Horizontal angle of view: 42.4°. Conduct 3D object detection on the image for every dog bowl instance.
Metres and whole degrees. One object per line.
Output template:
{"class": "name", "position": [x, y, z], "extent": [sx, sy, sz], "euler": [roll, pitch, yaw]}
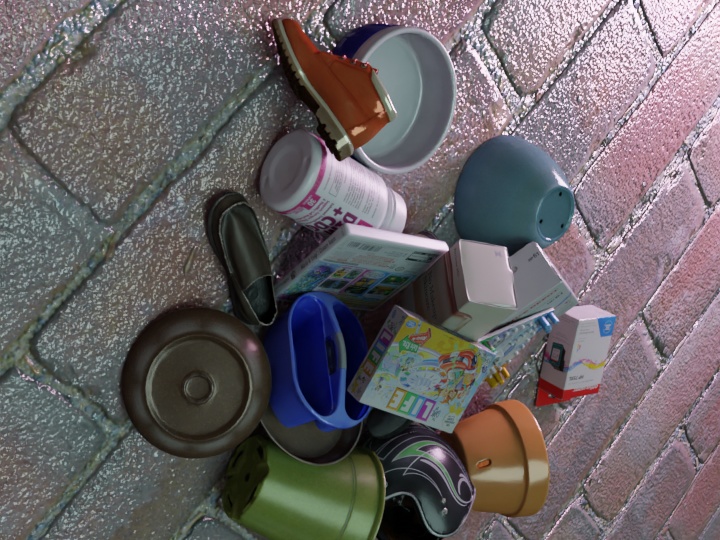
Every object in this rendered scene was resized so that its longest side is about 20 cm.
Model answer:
{"class": "dog bowl", "position": [0.039, -0.243, 1.310], "extent": [0.198, 0.078, 0.203], "euler": [-16, 116, -35]}

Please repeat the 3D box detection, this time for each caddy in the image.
{"class": "caddy", "position": [-0.053, 0.130, 1.300], "extent": [0.140, 0.105, 0.203], "euler": [13, 56, -36]}

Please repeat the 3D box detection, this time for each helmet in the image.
{"class": "helmet", "position": [0.069, 0.344, 1.487], "extent": [0.190, 0.200, 0.201], "euler": [41, 77, -2]}

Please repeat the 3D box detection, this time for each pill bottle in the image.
{"class": "pill bottle", "position": [-0.033, -0.102, 1.282], "extent": [0.199, 0.113, 0.115], "euler": [26, 90, -42]}

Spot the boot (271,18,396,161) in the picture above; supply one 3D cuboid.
{"class": "boot", "position": [-0.036, -0.251, 1.194], "extent": [0.106, 0.075, 0.202], "euler": [-32, 87, -6]}

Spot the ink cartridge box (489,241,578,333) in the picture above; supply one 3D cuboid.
{"class": "ink cartridge box", "position": [0.266, 0.044, 1.521], "extent": [0.144, 0.085, 0.200], "euler": [-36, 157, 11]}

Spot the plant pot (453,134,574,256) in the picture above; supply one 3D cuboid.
{"class": "plant pot", "position": [0.269, -0.109, 1.512], "extent": [0.198, 0.134, 0.203], "euler": [-15, 115, -34]}

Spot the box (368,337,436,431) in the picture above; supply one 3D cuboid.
{"class": "box", "position": [0.099, 0.155, 1.532], "extent": [0.200, 0.049, 0.161], "euler": [39, 78, -41]}

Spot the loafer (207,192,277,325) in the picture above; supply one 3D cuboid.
{"class": "loafer", "position": [-0.147, -0.011, 1.253], "extent": [0.073, 0.071, 0.202], "euler": [-31, 124, -26]}

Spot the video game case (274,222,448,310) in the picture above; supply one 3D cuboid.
{"class": "video game case", "position": [0.000, 0.000, 1.332], "extent": [0.198, 0.024, 0.182], "euler": [8, 145, -41]}

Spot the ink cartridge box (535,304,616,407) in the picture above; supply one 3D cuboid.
{"class": "ink cartridge box", "position": [0.411, 0.175, 1.780], "extent": [0.115, 0.067, 0.203], "euler": [-4, 109, -38]}

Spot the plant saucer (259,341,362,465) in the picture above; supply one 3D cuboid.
{"class": "plant saucer", "position": [-0.082, 0.187, 1.342], "extent": [0.199, 0.034, 0.203], "euler": [25, 49, -32]}

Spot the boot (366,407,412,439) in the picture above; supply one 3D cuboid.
{"class": "boot", "position": [0.043, 0.171, 1.391], "extent": [0.131, 0.070, 0.200], "euler": [23, 123, -36]}

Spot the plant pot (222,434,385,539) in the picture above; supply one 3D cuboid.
{"class": "plant pot", "position": [-0.096, 0.329, 1.368], "extent": [0.188, 0.200, 0.202], "euler": [26, 90, -29]}

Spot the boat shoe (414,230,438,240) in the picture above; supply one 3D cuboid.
{"class": "boat shoe", "position": [0.134, 0.002, 1.491], "extent": [0.065, 0.071, 0.201], "euler": [-48, 133, -22]}

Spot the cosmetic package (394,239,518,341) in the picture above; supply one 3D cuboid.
{"class": "cosmetic package", "position": [0.135, 0.050, 1.360], "extent": [0.086, 0.200, 0.105], "euler": [9, 57, -25]}

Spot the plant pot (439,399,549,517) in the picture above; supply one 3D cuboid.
{"class": "plant pot", "position": [0.219, 0.334, 1.617], "extent": [0.138, 0.200, 0.203], "euler": [-3, 110, -20]}

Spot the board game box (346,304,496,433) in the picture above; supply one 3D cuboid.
{"class": "board game box", "position": [0.089, 0.142, 1.296], "extent": [0.199, 0.034, 0.136], "euler": [24, 98, -41]}

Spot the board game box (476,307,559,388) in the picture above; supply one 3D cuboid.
{"class": "board game box", "position": [0.209, 0.152, 1.500], "extent": [0.198, 0.026, 0.201], "euler": [-18, 152, -39]}

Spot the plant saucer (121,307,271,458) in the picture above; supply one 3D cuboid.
{"class": "plant saucer", "position": [-0.214, 0.151, 1.221], "extent": [0.197, 0.037, 0.204], "euler": [-1, 94, -12]}
